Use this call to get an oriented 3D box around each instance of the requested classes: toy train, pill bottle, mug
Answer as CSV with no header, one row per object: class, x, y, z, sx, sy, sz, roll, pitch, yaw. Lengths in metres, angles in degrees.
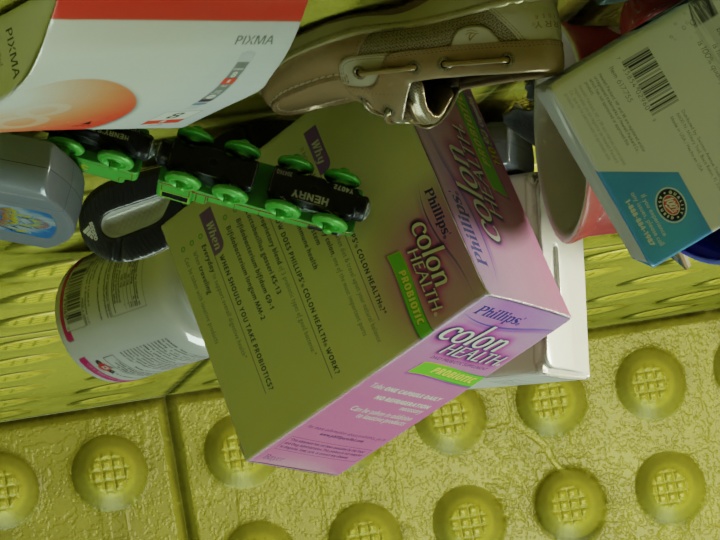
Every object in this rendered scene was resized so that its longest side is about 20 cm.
toy train,-0.092,-0.058,1.410,0.200,0.042,0.056,16,161,-3
pill bottle,-0.149,0.020,1.950,0.113,0.114,0.200,-4,171,-42
mug,0.219,-0.092,1.427,0.200,0.134,0.178,-3,168,-9

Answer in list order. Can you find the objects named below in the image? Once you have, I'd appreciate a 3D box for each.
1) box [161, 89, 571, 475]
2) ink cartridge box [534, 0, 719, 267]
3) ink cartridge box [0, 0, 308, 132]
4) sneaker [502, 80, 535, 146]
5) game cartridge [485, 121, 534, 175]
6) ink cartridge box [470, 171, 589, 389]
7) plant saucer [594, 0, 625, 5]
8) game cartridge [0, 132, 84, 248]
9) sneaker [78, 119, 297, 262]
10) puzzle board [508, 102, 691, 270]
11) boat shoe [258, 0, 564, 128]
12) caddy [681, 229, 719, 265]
box,0.000,0.000,1.485,0.200,0.176,0.097,-37,151,27
ink cartridge box,0.212,-0.102,1.315,0.200,0.116,0.068,-30,-175,-1
ink cartridge box,-0.100,-0.114,1.220,0.162,0.050,0.200,-4,174,-40
sneaker,0.187,-0.073,1.561,0.200,0.060,0.104,33,160,9
game cartridge,0.060,-0.075,1.750,0.133,0.041,0.200,0,174,2
ink cartridge box,0.059,0.014,1.730,0.200,0.146,0.085,-6,172,30
plant saucer,0.161,-0.172,1.250,0.070,0.019,0.200,-10,172,-3
game cartridge,-0.232,-0.051,1.427,0.133,0.041,0.200,7,171,-6
sneaker,-0.091,-0.063,1.640,0.200,0.076,0.115,-14,-170,2
puzzle board,0.181,-0.061,1.754,0.017,0.151,0.200,-51,169,3
boat shoe,0.024,-0.112,1.339,0.200,0.065,0.071,-16,171,38
caddy,0.272,-0.084,1.591,0.200,0.142,0.105,-23,170,42
